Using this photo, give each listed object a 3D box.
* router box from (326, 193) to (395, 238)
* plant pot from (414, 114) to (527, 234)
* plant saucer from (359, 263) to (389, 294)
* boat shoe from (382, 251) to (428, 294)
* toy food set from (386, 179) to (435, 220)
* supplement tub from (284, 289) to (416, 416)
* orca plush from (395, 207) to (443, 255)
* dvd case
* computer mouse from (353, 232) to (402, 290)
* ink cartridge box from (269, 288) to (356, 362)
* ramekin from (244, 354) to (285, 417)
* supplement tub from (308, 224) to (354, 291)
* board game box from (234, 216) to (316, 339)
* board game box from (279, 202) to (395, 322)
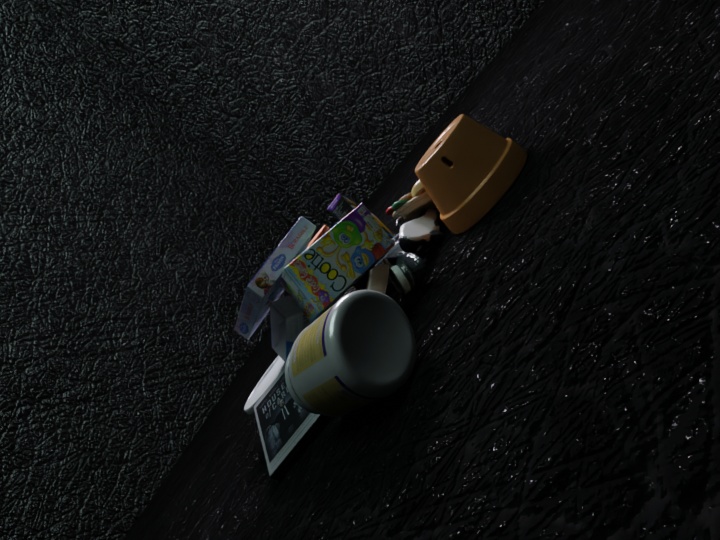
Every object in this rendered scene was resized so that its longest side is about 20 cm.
[{"bbox_3d":[0.021,-0.094,1.253,0.051,0.149,0.199,-47,-19,11],"label":"router box"},{"bbox_3d":[0.195,-0.193,1.016,0.201,0.139,0.200,-48,9,10],"label":"plant pot"},{"bbox_3d":[0.006,0.081,0.991,0.200,0.033,0.207,-162,89,-85],"label":"plant saucer"},{"bbox_3d":[0.087,0.001,1.031,0.059,0.077,0.200,-30,11,-2],"label":"boat shoe"},{"bbox_3d":[0.150,-0.169,1.211,0.195,0.050,0.198,-30,-5,40],"label":"toy food set"},{"bbox_3d":[-0.023,0.130,0.796,0.199,0.145,0.147,-39,13,53],"label":"supplement tub"},{"bbox_3d":[0.122,-0.073,1.149,0.201,0.101,0.073,-71,-8,-61],"label":"orca plush"},{"bbox_3d":[-0.136,0.265,1.016,0.151,0.025,0.200,-51,30,6],"label":"dvd case"},{"bbox_3d":[0.063,-0.010,1.158,0.200,0.111,0.043,-47,32,-24],"label":"computer mouse"},{"bbox_3d":[-0.095,0.099,1.155,0.196,0.067,0.120,-21,-51,-35],"label":"ink cartridge box"},{"bbox_3d":[-0.167,0.258,1.213,0.204,0.094,0.203,-50,9,10],"label":"ramekin"},{"bbox_3d":[-0.043,-0.007,1.308,0.123,0.199,0.123,-48,8,9],"label":"supplement tub"},{"bbox_3d":[-0.178,0.018,1.109,0.202,0.040,0.201,-57,0,-36],"label":"board game box"},{"bbox_3d":[-0.046,-0.014,1.023,0.199,0.104,0.105,-41,-2,-19],"label":"board game box"}]
